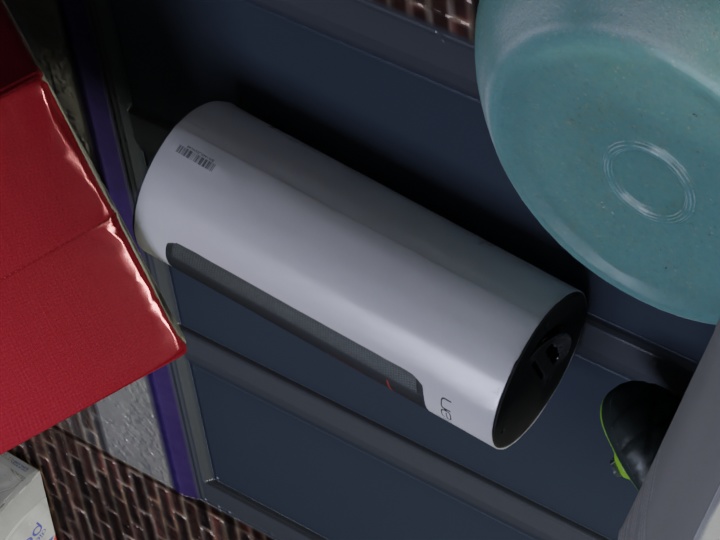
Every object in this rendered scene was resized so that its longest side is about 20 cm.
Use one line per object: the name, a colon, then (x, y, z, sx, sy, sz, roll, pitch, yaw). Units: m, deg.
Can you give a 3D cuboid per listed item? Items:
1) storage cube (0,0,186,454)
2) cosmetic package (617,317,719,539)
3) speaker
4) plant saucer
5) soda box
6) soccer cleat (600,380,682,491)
storage cube: (-0.210, -0.019, 1.169, 0.171, 0.179, 0.200, 65, 174, -34)
cosmetic package: (0.160, 0.085, 0.941, 0.090, 0.107, 0.200, 17, 135, -5)
speaker: (0.000, 0.000, 1.117, 0.200, 0.081, 0.081, 29, 148, 20)
plant saucer: (0.120, -0.044, 0.967, 0.200, 0.036, 0.200, 29, 147, 21)
soda box: (-0.243, 0.195, 1.658, 0.068, 0.063, 0.200, 28, 147, 24)
soccer cleat: (0.191, 0.110, 1.069, 0.200, 0.068, 0.081, 43, 126, 4)
